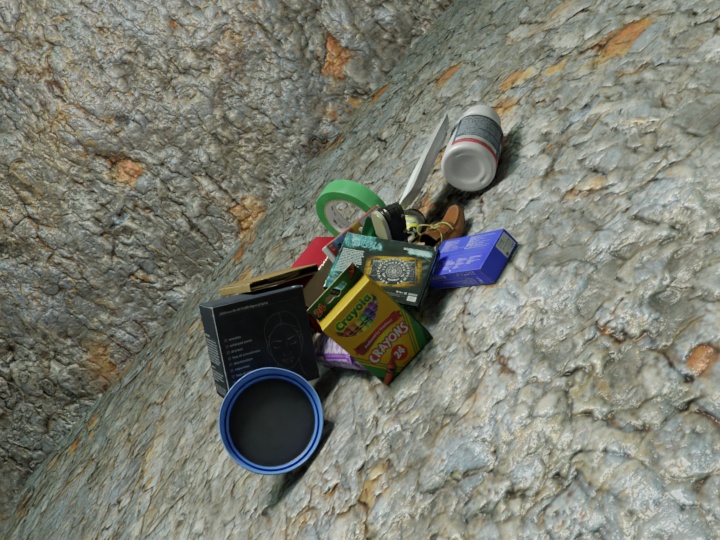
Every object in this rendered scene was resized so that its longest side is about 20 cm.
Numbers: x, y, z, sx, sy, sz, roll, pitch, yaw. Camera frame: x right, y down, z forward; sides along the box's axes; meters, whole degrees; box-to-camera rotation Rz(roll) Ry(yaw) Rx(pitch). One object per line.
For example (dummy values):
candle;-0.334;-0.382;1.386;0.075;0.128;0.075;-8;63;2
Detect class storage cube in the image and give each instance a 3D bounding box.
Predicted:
storage cube;-0.065;0.043;1.712;0.200;0.171;0.180;-52;20;-13

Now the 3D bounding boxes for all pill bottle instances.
pill bottle;0.257;-0.281;1.672;0.119;0.119;0.201;-33;23;40

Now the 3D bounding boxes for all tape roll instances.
tape roll;-0.018;-0.144;1.929;0.200;0.200;0.048;-23;30;53

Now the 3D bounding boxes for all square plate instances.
square plate;0.144;-0.236;1.718;0.200;0.028;0.199;123;172;-74

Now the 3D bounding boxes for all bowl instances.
bowl;-0.170;0.289;1.432;0.201;0.200;0.039;-54;-7;-16

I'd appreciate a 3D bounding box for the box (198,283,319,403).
box;-0.209;0.145;1.542;0.199;0.198;0.124;-13;8;-24

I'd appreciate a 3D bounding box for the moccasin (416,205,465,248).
moccasin;0.153;-0.059;1.554;0.202;0.078;0.074;-55;19;-18

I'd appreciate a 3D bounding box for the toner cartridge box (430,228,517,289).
toner cartridge box;0.202;-0.019;1.413;0.095;0.043;0.200;-55;19;-19

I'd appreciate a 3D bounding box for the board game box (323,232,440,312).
board game box;0.042;0.000;1.452;0.199;0.028;0.136;11;61;23

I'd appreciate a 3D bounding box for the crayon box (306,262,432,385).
crayon box;0.016;0.098;1.355;0.127;0.200;0.051;-48;18;4

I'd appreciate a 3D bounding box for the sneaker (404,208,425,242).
sneaker;0.067;-0.076;1.797;0.200;0.075;0.077;-37;19;36

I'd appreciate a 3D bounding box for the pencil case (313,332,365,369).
pencil case;-0.031;0.161;1.523;0.085;0.084;0.200;-16;1;-28

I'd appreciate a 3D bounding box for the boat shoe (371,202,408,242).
boat shoe;0.075;-0.048;1.549;0.063;0.202;0.074;-28;40;-19

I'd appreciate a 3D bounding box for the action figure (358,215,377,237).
action figure;0.000;0.000;1.537;0.054;0.118;0.201;-5;46;23

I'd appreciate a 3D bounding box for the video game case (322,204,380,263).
video game case;0.023;-0.043;1.638;0.200;0.143;0.017;-41;2;-40

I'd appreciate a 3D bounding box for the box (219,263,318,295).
box;-0.201;0.020;1.625;0.163;0.021;0.200;-17;4;-28

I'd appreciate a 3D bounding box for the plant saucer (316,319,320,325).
plant saucer;0.010;0.087;1.526;0.199;0.038;0.200;-16;5;1
